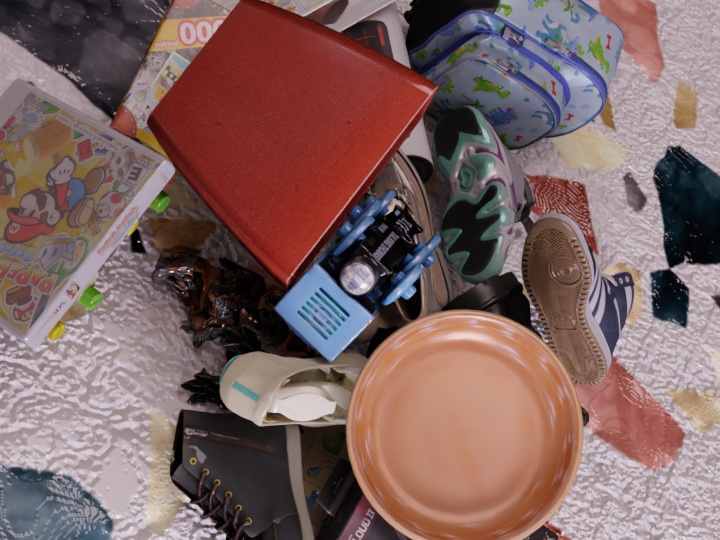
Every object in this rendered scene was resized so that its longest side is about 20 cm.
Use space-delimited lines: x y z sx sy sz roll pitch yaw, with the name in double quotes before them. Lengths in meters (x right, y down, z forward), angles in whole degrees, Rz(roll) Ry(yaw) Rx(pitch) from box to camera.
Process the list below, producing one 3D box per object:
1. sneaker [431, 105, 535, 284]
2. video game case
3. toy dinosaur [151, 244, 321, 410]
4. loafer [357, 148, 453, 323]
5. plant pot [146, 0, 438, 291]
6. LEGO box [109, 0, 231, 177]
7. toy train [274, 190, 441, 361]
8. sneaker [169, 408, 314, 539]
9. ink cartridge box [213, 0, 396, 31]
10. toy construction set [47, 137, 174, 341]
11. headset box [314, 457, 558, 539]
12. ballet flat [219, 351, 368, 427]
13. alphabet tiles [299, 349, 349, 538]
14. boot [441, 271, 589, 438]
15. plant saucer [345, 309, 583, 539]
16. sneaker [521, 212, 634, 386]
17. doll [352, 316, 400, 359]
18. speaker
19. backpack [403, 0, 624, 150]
"sneaker" 0.139 -0.055 1.599 0.140 0.078 0.200 37 42 -46
"video game case" -0.273 -0.052 1.310 0.200 0.023 0.182 29 76 34
"toy dinosaur" -0.092 0.047 1.423 0.200 0.102 0.136 13 37 3
"loafer" 0.030 -0.042 1.519 0.200 0.072 0.063 66 24 -2
"plant pot" -0.069 -0.118 1.374 0.176 0.200 0.200 38 86 1
"LEGO box" -0.115 -0.148 1.498 0.200 0.077 0.149 26 81 -12
"toy train" 0.000 0.000 1.406 0.087 0.114 0.200 45 18 -2
"sneaker" -0.102 0.206 1.327 0.106 0.075 0.200 7 49 -20
"ink cartridge box" -0.073 -0.291 1.623 0.200 0.044 0.174 -32 73 -22
"toy construction set" -0.223 -0.043 1.385 0.092 0.131 0.200 25 48 4
"headset box" 0.053 0.236 1.383 0.200 0.075 0.149 38 50 -8
"ballet flat" -0.034 0.105 1.350 0.200 0.069 0.070 3 58 -51
"alphabet tiles" -0.031 0.166 1.432 0.166 0.006 0.200 31 52 -9
"boot" 0.144 0.088 1.481 0.158 0.079 0.211 57 11 6
"plant saucer" 0.085 0.134 1.343 0.200 0.037 0.201 1 82 -8
"sneaker" 0.215 0.005 1.573 0.109 0.070 0.200 -57 139 -42
"doll" 0.057 0.103 1.484 0.200 0.048 0.136 45 28 5
"speaker" 0.016 -0.179 1.622 0.081 0.081 0.200 4 60 -26
"backpack" 0.156 -0.211 1.655 0.200 0.183 0.147 24 66 -21
